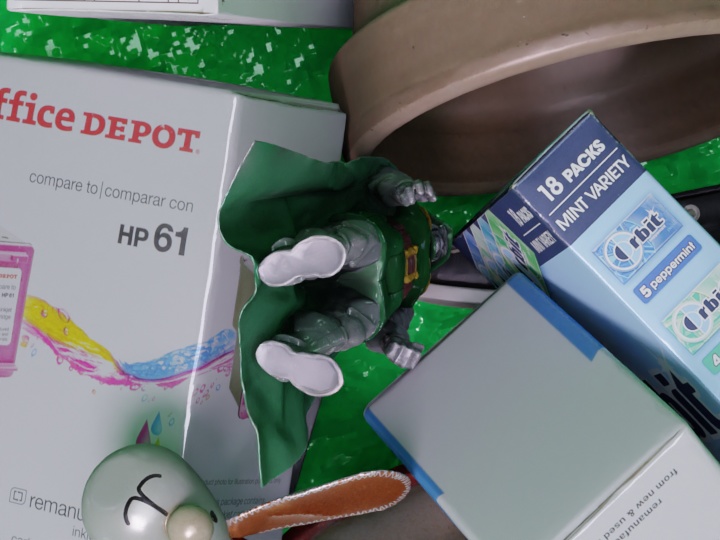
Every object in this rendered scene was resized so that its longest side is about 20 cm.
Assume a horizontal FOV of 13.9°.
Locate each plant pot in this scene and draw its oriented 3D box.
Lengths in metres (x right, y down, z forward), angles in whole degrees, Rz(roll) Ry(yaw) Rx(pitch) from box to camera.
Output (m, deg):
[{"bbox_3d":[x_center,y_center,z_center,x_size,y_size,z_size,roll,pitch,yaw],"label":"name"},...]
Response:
[{"bbox_3d":[0.075,-0.141,1.175,0.200,0.200,0.175,-11,77,-2],"label":"plant pot"}]

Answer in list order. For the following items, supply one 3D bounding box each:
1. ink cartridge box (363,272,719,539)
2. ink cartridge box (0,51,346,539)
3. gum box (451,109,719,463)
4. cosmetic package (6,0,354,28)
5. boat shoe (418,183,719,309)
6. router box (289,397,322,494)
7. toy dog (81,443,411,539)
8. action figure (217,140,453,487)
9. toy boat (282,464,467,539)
[{"bbox_3d":[0.110,0.115,1.086,0.084,0.145,0.200,-42,121,-2],"label":"ink cartridge box"},{"bbox_3d":[-0.097,0.021,1.133,0.144,0.085,0.200,10,92,31],"label":"ink cartridge box"},{"bbox_3d":[0.127,0.037,1.108,0.200,0.170,0.045,45,82,1],"label":"gum box"},{"bbox_3d":[-0.061,-0.120,1.141,0.082,0.200,0.051,4,94,15],"label":"cosmetic package"},{"bbox_3d":[0.109,-0.014,1.230,0.200,0.074,0.060,-1,95,-6],"label":"boat shoe"},{"bbox_3d":[-0.097,0.051,1.234,0.157,0.052,0.200,16,94,-4],"label":"router box"},{"bbox_3d":[-0.006,0.134,1.057,0.200,0.096,0.132,12,90,-37],"label":"toy dog"},{"bbox_3d":[0.000,0.000,1.085,0.055,0.200,0.118,6,101,13],"label":"action figure"},{"bbox_3d":[0.012,0.173,1.216,0.130,0.131,0.200,-21,109,-26],"label":"toy boat"}]
